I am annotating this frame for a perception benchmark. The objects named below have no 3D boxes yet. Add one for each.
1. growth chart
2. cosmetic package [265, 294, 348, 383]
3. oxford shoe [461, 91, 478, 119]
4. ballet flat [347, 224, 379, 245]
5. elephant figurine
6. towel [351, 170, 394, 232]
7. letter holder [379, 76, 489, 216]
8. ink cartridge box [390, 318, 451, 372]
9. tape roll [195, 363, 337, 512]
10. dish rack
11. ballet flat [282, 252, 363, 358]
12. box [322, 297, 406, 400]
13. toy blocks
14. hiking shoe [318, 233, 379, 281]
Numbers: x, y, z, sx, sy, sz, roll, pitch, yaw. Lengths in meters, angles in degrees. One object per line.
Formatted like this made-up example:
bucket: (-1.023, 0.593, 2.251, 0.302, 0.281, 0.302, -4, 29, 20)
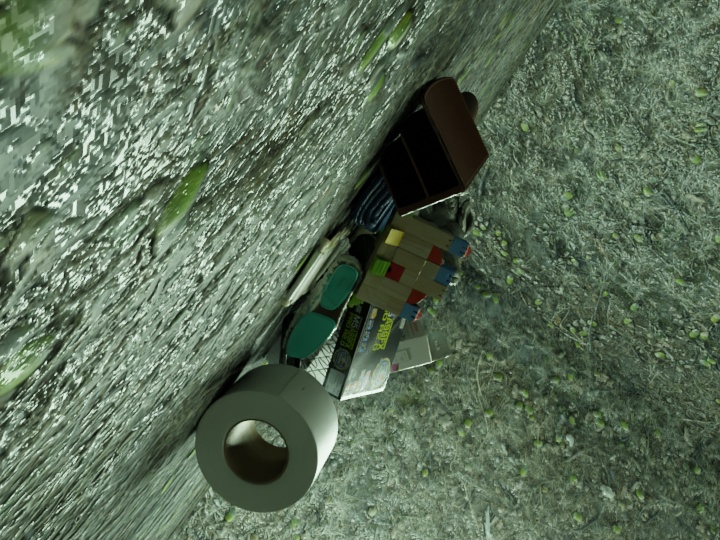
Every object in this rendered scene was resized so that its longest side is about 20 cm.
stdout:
growth chart: (-0.062, -0.012, 1.178, 0.145, 0.018, 0.200, -55, 177, 14)
cosmetic package: (-0.079, 0.130, 1.465, 0.081, 0.113, 0.200, 23, 103, -47)
oxford shoe: (0.152, -0.253, 1.315, 0.200, 0.071, 0.073, -52, 172, -29)
ballet flat: (0.054, -0.114, 1.375, 0.200, 0.069, 0.069, -55, 177, 18)
elephant figurine: (0.164, -0.095, 1.520, 0.155, 0.201, 0.141, -30, -156, -32)
towel: (0.033, -0.115, 1.209, 0.112, 0.048, 0.200, -54, 177, 3)
letter holder: (0.095, -0.184, 1.076, 0.100, 0.143, 0.200, -20, -166, 25)
ink cartridge box: (0.072, 0.144, 1.522, 0.199, 0.068, 0.117, -14, -157, -1)
tape roll: (-0.148, 0.266, 1.231, 0.203, 0.202, 0.139, -55, 177, 14)
dish rack: (-0.054, 0.133, 1.370, 0.199, 0.055, 0.154, -8, 123, -27)
ballet flat: (-0.058, 0.055, 1.232, 0.200, 0.072, 0.072, -55, 177, 19)
box: (0.017, 0.123, 1.353, 0.160, 0.044, 0.201, 5, 106, -60)
toy blocks: (0.084, -0.003, 1.204, 0.100, 0.136, 0.201, -99, -145, -76)
hiking shoe: (0.000, 0.000, 1.339, 0.087, 0.075, 0.200, -13, 163, -39)
